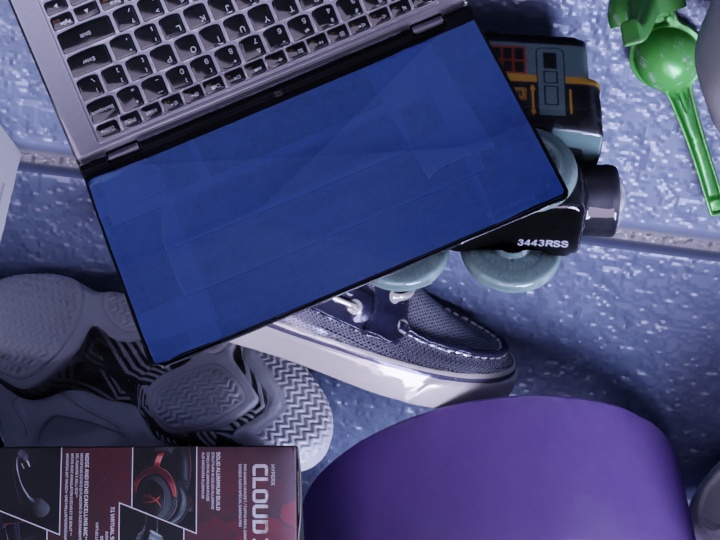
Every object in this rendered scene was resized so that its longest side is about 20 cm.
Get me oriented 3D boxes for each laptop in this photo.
[{"bbox_3d":[-0.041,-0.095,1.205,0.187,0.116,0.201,-22,102,-2],"label":"laptop"}]

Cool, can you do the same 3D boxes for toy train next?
[{"bbox_3d":[0.020,-0.055,1.309,0.199,0.114,0.085,2,141,-2],"label":"toy train"}]

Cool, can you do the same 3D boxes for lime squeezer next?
[{"bbox_3d":[0.144,-0.094,1.320,0.038,0.071,0.200,-29,153,5],"label":"lime squeezer"}]

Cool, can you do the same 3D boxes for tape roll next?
[{"bbox_3d":[0.072,0.150,1.458,0.199,0.085,0.200,-7,147,-4],"label":"tape roll"}]

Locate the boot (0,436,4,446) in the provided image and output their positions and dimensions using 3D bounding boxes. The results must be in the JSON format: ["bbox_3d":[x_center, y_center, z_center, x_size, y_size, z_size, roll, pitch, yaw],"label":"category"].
[{"bbox_3d":[-0.281,0.097,1.416,0.185,0.200,0.065,-5,86,3],"label":"boot"}]

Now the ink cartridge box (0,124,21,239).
[{"bbox_3d":[-0.269,-0.068,1.322,0.128,0.125,0.200,-22,124,19],"label":"ink cartridge box"}]

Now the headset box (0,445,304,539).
[{"bbox_3d":[-0.106,0.137,1.366,0.199,0.075,0.149,0,160,-2],"label":"headset box"}]

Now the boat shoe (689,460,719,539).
[{"bbox_3d":[0.225,0.086,1.426,0.070,0.071,0.200,19,143,-36],"label":"boat shoe"}]

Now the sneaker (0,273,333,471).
[{"bbox_3d":[-0.103,0.078,1.439,0.199,0.075,0.115,18,136,20],"label":"sneaker"}]

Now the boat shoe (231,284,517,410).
[{"bbox_3d":[0.000,0.000,1.398,0.199,0.075,0.093,16,111,-22],"label":"boat shoe"}]

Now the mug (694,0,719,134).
[{"bbox_3d":[0.221,-0.100,1.244,0.149,0.187,0.153,14,136,-16],"label":"mug"}]
